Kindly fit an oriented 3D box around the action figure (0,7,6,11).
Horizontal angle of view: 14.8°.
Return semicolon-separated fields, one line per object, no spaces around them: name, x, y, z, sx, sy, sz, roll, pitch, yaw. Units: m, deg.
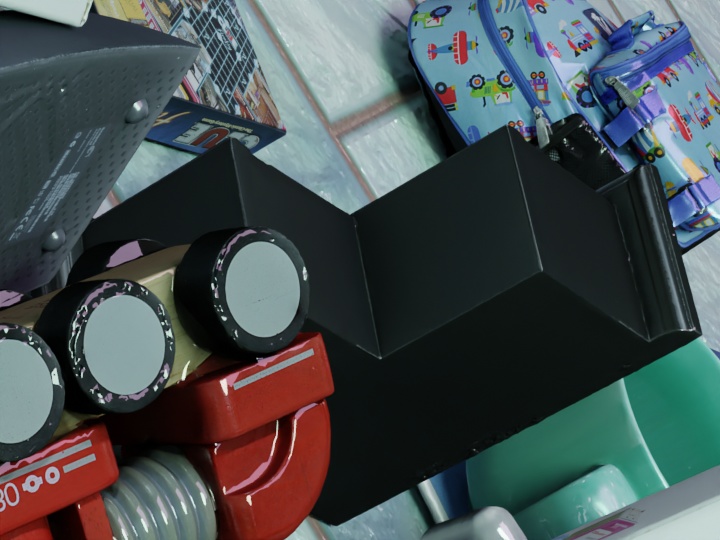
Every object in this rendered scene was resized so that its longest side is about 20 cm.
action figure;-0.180;-0.148;1.121;0.055;0.118;0.200;-3;51;-37

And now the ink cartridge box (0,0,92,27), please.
ink cartridge box;-0.196;-0.164;0.986;0.200;0.084;0.144;24;7;31

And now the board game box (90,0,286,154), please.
board game box;-0.116;-0.153;1.310;0.135;0.035;0.200;14;50;-57

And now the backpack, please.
backpack;0.123;-0.090;1.576;0.200;0.134;0.183;58;23;5

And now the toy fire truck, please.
toy fire truck;-0.075;0.098;0.985;0.176;0.129;0.200;-22;102;-40

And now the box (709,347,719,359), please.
box;0.185;0.086;1.471;0.200;0.032;0.121;22;32;-6

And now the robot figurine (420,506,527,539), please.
robot figurine;0.078;0.200;1.179;0.169;0.113;0.200;-32;91;-26

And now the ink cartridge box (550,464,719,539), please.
ink cartridge box;0.104;0.175;1.082;0.085;0.200;0.145;-164;-129;-88

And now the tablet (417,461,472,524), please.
tablet;0.050;0.087;1.376;0.130;0.014;0.200;-5;66;-63

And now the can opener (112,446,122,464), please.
can opener;-0.046;0.138;1.090;0.200;0.053;0.067;63;25;6

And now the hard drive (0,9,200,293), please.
hard drive;-0.146;-0.037;1.014;0.042;0.135;0.200;40;22;13

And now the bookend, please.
bookend;0.000;0.000;1.156;0.200;0.199;0.092;31;39;-45

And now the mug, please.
mug;0.112;0.102;1.323;0.185;0.114;0.152;31;37;-44
